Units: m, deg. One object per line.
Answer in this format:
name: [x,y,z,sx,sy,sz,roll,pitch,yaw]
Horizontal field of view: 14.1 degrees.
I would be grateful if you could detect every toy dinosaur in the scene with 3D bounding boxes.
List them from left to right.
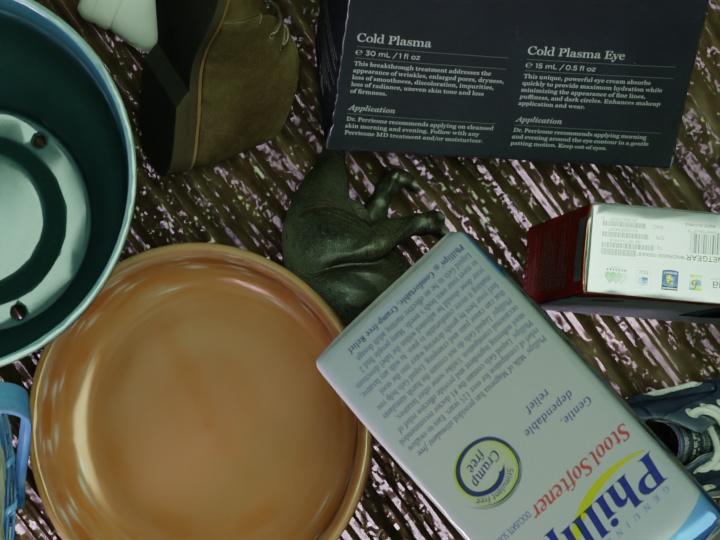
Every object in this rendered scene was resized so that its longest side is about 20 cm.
toy dinosaur: [0.000,0.000,1.622,0.102,0.077,0.201,-20,93,-15]

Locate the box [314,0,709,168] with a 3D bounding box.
box: [0.084,-0.162,1.580,0.199,0.104,0.183,3,131,-8]

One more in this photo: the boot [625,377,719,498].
boot: [0.197,0.098,1.635,0.199,0.090,0.073,-11,89,-8]

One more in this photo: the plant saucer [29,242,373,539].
plant saucer: [-0.085,0.086,1.597,0.199,0.037,0.202,-1,88,17]

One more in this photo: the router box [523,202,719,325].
router box: [0.202,0.002,1.596,0.199,0.179,0.049,5,86,-6]

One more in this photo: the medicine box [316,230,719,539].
medicine box: [0.093,0.097,1.490,0.103,0.182,0.200,-43,75,3]

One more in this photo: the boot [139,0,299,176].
boot: [-0.070,-0.140,1.580,0.075,0.201,0.074,-9,49,-22]

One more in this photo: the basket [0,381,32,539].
basket: [-0.254,0.115,1.514,0.175,0.200,0.140,-5,59,-5]

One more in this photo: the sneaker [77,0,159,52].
sneaker: [-0.073,-0.204,1.603,0.088,0.075,0.200,30,116,-9]

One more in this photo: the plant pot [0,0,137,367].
plant pot: [-0.212,-0.038,1.535,0.199,0.188,0.201,0,84,-1]
